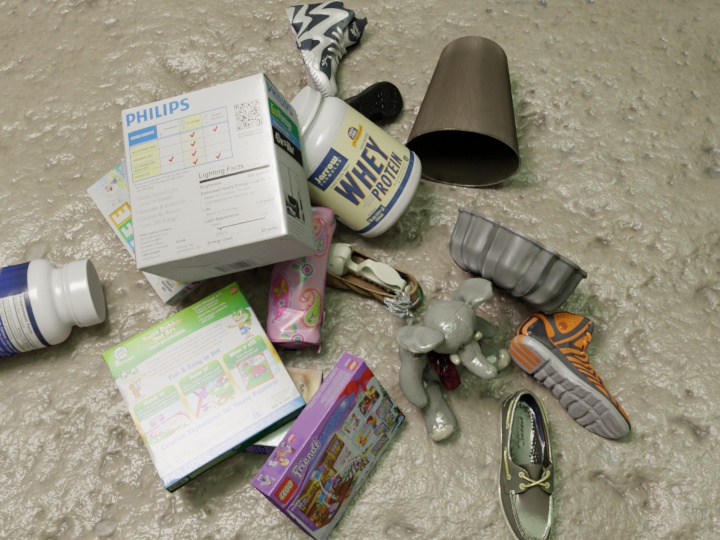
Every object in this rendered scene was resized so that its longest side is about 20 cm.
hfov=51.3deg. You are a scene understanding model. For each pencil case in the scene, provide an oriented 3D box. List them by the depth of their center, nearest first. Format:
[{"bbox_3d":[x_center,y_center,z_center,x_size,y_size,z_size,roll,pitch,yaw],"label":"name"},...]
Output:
[{"bbox_3d":[-0.082,0.011,1.045,0.086,0.087,0.203,5,83,1],"label":"pencil case"}]

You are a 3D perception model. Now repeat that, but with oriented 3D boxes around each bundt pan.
[{"bbox_3d":[0.207,-0.008,1.039,0.200,0.202,0.076,29,91,11],"label":"bundt pan"}]

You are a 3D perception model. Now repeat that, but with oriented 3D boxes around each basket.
[{"bbox_3d":[0.169,-0.254,1.178,0.178,0.136,0.202,8,62,8],"label":"basket"}]

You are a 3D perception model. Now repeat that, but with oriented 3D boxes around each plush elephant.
[{"bbox_3d":[0.119,0.097,0.978,0.164,0.155,0.201,-38,90,-19],"label":"plush elephant"}]

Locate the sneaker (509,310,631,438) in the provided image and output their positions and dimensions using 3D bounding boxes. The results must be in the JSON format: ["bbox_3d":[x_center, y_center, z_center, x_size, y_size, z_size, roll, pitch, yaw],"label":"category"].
[{"bbox_3d":[0.309,0.130,1.036,0.200,0.078,0.112,45,57,3],"label":"sneaker"}]

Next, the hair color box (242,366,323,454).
[{"bbox_3d":[-0.152,0.184,1.004,0.197,0.065,0.111,6,65,-1],"label":"hair color box"}]

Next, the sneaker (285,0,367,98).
[{"bbox_3d":[-0.039,-0.377,1.251,0.128,0.080,0.201,-20,57,-1],"label":"sneaker"}]

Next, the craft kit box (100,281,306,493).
[{"bbox_3d":[-0.200,0.145,0.964,0.199,0.049,0.199,-28,71,-13],"label":"craft kit box"}]

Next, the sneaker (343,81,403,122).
[{"bbox_3d":[-0.022,-0.248,1.197,0.199,0.103,0.061,-35,109,-49],"label":"sneaker"}]

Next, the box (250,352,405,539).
[{"bbox_3d":[-0.034,0.225,0.951,0.039,0.137,0.201,16,60,43],"label":"box"}]

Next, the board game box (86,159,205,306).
[{"bbox_3d":[-0.265,-0.072,1.028,0.134,0.034,0.201,-39,78,0],"label":"board game box"}]

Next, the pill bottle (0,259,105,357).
[{"bbox_3d":[-0.460,0.051,1.023,0.198,0.120,0.121,-14,67,-8],"label":"pill bottle"}]

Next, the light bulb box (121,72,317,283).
[{"bbox_3d":[-0.173,-0.108,0.932,0.196,0.125,0.203,-11,79,12],"label":"light bulb box"}]

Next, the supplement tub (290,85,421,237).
[{"bbox_3d":[-0.027,-0.155,1.079,0.199,0.145,0.146,32,65,-21],"label":"supplement tub"}]

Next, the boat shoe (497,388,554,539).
[{"bbox_3d":[0.218,0.258,0.983,0.071,0.060,0.204,0,66,-2],"label":"boat shoe"}]

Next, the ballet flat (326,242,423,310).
[{"bbox_3d":[0.000,0.000,1.086,0.198,0.073,0.068,25,67,9],"label":"ballet flat"}]

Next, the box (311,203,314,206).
[{"bbox_3d":[-0.169,-0.139,1.165,0.121,0.032,0.200,-36,71,-16],"label":"box"}]
